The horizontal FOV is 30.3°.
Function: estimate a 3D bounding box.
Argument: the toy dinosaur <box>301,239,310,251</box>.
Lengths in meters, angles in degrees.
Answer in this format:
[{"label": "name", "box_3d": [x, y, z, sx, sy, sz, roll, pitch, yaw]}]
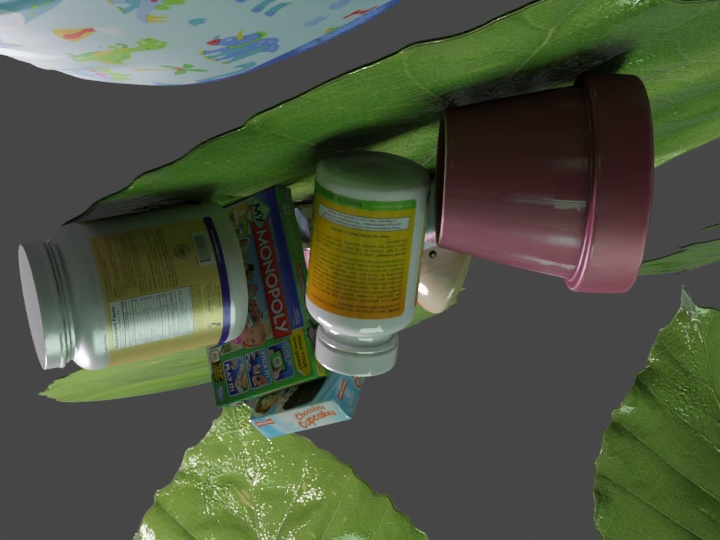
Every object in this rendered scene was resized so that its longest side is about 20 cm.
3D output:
[{"label": "toy dinosaur", "box_3d": [-0.124, -0.008, 1.502, 0.047, 0.088, 0.200, -39, 176, -46]}]

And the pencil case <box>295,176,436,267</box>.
[{"label": "pencil case", "box_3d": [0.024, -0.052, 1.497, 0.199, 0.084, 0.091, -13, 180, -12]}]

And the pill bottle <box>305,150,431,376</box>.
[{"label": "pill bottle", "box_3d": [0.004, -0.005, 1.291, 0.110, 0.201, 0.111, 5, -157, -2]}]

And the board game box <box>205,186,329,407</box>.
[{"label": "board game box", "box_3d": [-0.111, 0.029, 1.389, 0.134, 0.202, 0.029, -20, 166, 33]}]

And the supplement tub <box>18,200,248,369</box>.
[{"label": "supplement tub", "box_3d": [-0.223, 0.016, 1.307, 0.199, 0.146, 0.145, -11, 171, -20]}]

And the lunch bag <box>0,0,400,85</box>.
[{"label": "lunch bag", "box_3d": [-0.083, -0.144, 0.546, 0.199, 0.128, 0.170, -27, 169, 17]}]

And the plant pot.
[{"label": "plant pot", "box_3d": [0.161, -0.082, 1.226, 0.177, 0.202, 0.200, 2, 171, 0]}]

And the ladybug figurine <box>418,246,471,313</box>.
[{"label": "ladybug figurine", "box_3d": [0.088, -0.025, 1.628, 0.071, 0.137, 0.200, 18, -163, -7]}]

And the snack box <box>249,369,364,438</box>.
[{"label": "snack box", "box_3d": [-0.038, 0.083, 1.424, 0.116, 0.201, 0.037, -18, 127, 35]}]
